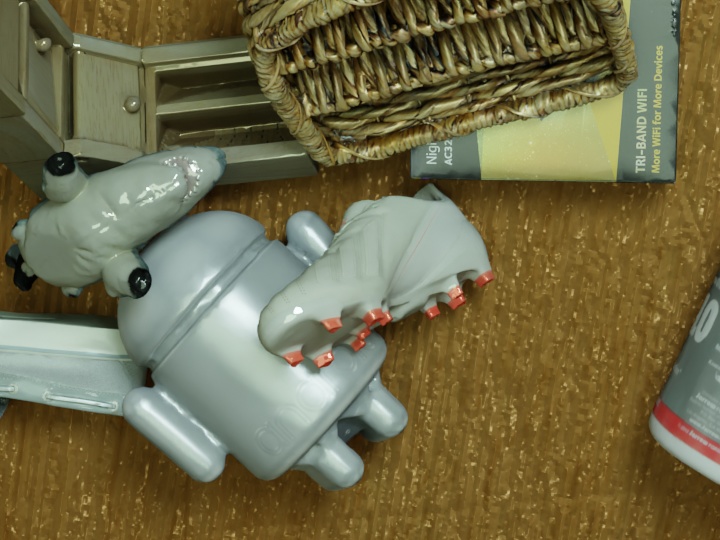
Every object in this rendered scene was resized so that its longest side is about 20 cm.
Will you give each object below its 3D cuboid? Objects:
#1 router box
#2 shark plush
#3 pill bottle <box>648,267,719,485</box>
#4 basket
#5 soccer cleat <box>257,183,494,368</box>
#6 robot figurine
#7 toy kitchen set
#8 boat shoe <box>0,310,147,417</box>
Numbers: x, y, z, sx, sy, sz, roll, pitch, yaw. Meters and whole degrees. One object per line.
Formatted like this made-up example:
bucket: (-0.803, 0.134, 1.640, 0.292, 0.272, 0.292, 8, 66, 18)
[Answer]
router box: (0.108, -0.153, 1.061, 0.156, 0.052, 0.201, 1, 100, 8)
shark plush: (-0.153, -0.019, 1.073, 0.091, 0.083, 0.200, 50, 144, -1)
pill bottle: (0.255, 0.026, 1.041, 0.113, 0.114, 0.201, 24, 101, 3)
basket: (0.039, -0.140, 0.974, 0.199, 0.143, 0.150, -12, 96, 13)
soccer cleat: (0.000, 0.000, 1.040, 0.069, 0.200, 0.078, -41, 76, 36)
robot figurine: (-0.064, 0.044, 1.088, 0.200, 0.113, 0.170, 42, 73, -1)
toy kitchen set: (-0.132, -0.153, 1.030, 0.179, 0.200, 0.164, -5, 74, 8)
boat shoe: (-0.231, 0.063, 1.135, 0.199, 0.070, 0.072, 2, 95, 4)
